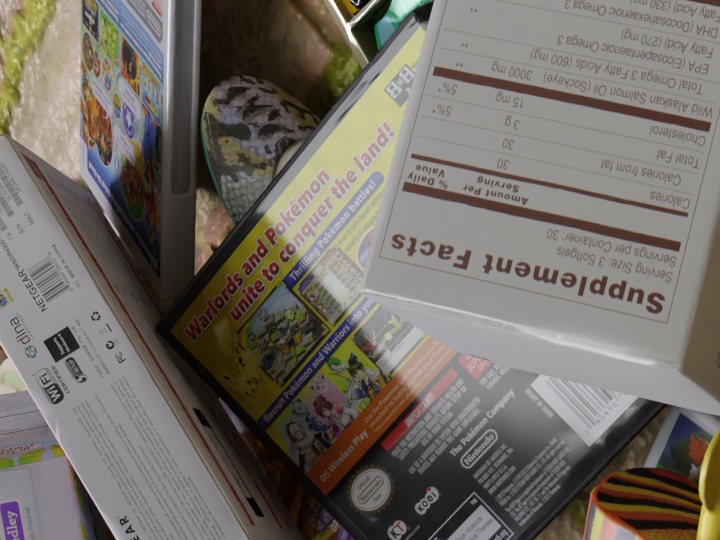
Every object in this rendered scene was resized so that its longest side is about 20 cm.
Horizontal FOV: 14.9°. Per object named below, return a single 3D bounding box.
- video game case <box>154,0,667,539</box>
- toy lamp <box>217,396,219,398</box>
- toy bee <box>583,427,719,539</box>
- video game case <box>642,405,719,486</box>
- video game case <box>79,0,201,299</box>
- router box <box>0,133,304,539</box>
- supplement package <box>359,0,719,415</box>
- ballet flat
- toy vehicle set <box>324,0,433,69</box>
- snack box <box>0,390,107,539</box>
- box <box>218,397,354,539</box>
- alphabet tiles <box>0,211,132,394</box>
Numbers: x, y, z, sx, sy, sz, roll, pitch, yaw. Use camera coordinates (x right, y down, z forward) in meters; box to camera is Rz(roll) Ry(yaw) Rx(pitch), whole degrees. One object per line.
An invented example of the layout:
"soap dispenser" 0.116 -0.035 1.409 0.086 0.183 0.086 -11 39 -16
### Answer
"video game case" 0.032 0.022 1.132 0.181 0.025 0.200 46 122 7
"toy lamp" -0.142 0.044 1.374 0.199 0.058 0.059 14 117 45
"toy bee" 0.135 0.119 0.992 0.199 0.108 0.132 -6 88 53
"video game case" 0.156 0.173 1.063 0.200 0.022 0.183 37 110 45
"video game case" -0.101 -0.107 1.249 0.143 0.018 0.201 -129 37 -55
"router box" -0.104 0.048 1.193 0.201 0.049 0.180 58 -178 9
"supplement package" 0.091 -0.064 0.944 0.117 0.117 0.201 13 84 19
"ballet flat" 0.000 0.000 1.191 0.072 0.072 0.201 -21 97 49
"toy vehicle set" 0.062 -0.128 1.099 0.200 0.026 0.125 -40 77 48
"snack box" -0.133 0.163 1.208 0.142 0.053 0.201 -106 7 -80
"box" -0.032 0.161 1.319 0.137 0.039 0.201 43 133 27
"alphabet tiles" -0.178 0.058 1.352 0.195 0.015 0.201 19 84 47
